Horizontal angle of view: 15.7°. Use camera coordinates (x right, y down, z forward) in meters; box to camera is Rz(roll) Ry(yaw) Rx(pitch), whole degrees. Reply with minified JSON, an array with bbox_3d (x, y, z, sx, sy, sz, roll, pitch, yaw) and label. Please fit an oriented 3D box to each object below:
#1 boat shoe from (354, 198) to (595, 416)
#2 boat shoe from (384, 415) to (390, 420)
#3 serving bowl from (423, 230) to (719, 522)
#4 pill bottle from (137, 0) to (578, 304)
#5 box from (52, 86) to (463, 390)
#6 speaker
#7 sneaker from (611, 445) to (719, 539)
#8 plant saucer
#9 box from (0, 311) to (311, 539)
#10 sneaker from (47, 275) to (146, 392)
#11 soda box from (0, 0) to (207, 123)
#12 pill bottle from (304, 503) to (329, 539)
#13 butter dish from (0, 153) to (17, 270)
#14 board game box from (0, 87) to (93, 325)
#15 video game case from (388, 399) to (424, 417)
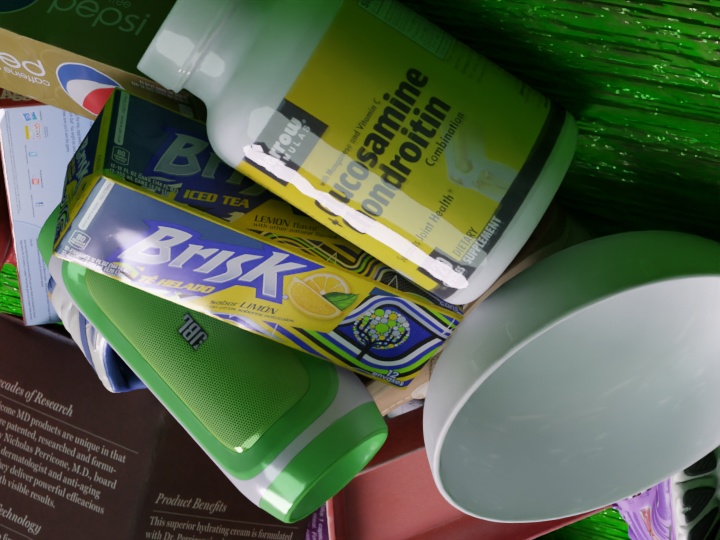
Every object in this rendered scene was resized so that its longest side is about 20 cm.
[{"bbox_3d":[0.048,0.040,1.392,0.200,0.071,0.065,-35,119,28],"label":"boat shoe"},{"bbox_3d":[-0.017,0.078,1.540,0.071,0.069,0.200,35,174,37],"label":"boat shoe"},{"bbox_3d":[0.118,0.044,1.330,0.200,0.200,0.066,73,174,-56],"label":"serving bowl"},{"bbox_3d":[-0.003,-0.078,1.263,0.200,0.112,0.112,32,156,-6],"label":"pill bottle"},{"bbox_3d":[-0.049,-0.015,1.306,0.200,0.070,0.064,21,131,-18],"label":"box"},{"bbox_3d":[-0.078,0.035,1.359,0.200,0.088,0.088,47,158,13],"label":"speaker"},{"bbox_3d":[0.178,0.130,1.511,0.083,0.081,0.200,28,157,18],"label":"sneaker"},{"bbox_3d":[0.069,0.116,1.521,0.200,0.200,0.037,87,161,-62],"label":"plant saucer"},{"bbox_3d":[-0.145,0.151,1.621,0.164,0.200,0.166,18,-178,39],"label":"box"},{"bbox_3d":[-0.107,-0.008,1.464,0.088,0.075,0.200,62,144,23],"label":"sneaker"},{"bbox_3d":[-0.154,-0.128,1.392,0.200,0.064,0.068,21,154,20],"label":"soda box"},{"bbox_3d":[-0.012,0.147,1.701,0.200,0.112,0.112,14,151,36],"label":"pill bottle"},{"bbox_3d":[-0.259,-0.032,1.591,0.148,0.199,0.200,13,162,-20],"label":"butter dish"},{"bbox_3d":[-0.153,-0.039,1.515,0.103,0.019,0.200,-4,142,-5],"label":"board game box"},{"bbox_3d":[-0.039,0.025,1.608,0.200,0.024,0.182,22,154,16],"label":"video game case"}]
